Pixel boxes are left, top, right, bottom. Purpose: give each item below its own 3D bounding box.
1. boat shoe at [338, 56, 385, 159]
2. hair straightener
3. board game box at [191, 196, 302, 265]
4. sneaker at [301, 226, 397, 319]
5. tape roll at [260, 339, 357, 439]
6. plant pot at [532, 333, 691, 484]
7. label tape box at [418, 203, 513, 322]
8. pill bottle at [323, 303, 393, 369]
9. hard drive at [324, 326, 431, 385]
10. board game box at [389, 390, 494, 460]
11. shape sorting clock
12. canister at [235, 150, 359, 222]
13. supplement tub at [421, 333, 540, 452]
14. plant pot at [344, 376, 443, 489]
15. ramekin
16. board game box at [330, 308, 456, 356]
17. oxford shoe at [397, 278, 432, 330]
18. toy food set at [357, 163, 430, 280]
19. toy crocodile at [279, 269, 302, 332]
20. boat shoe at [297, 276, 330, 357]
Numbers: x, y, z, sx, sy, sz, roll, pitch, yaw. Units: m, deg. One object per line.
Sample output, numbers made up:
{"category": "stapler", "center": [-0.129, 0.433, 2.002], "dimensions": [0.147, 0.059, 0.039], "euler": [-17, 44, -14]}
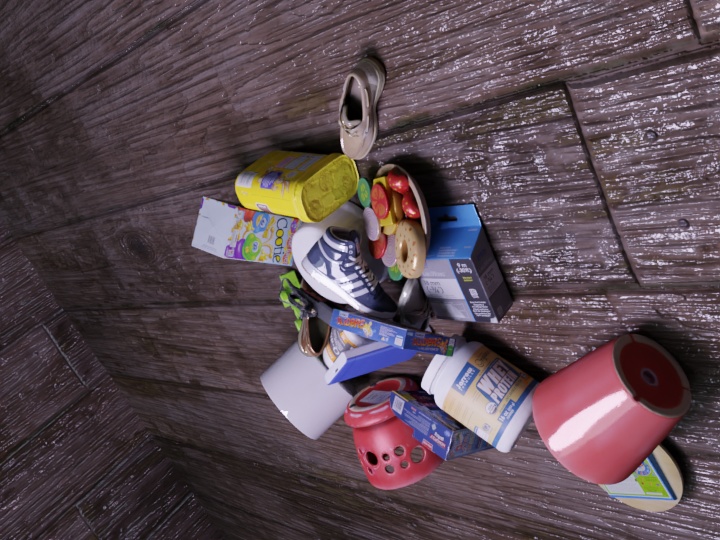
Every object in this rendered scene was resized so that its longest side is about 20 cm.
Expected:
{"category": "boat shoe", "center": [-0.010, -0.259, 1.260], "dimensions": [0.072, 0.065, 0.201], "euler": [36, 144, 16]}
{"category": "hair straightener", "center": [-0.099, 0.067, 1.525], "dimensions": [0.199, 0.076, 0.041], "euler": [33, 120, 32]}
{"category": "board game box", "center": [-0.227, -0.079, 1.544], "dimensions": [0.104, 0.199, 0.104], "euler": [19, 97, 35]}
{"category": "sneaker", "center": [0.000, 0.000, 1.367], "dimensions": [0.199, 0.070, 0.109], "euler": [33, 115, -4]}
{"category": "tape roll", "center": [-0.116, 0.269, 1.759], "dimensions": [0.203, 0.139, 0.203], "euler": [47, -178, -2]}
{"category": "plant pot", "center": [0.397, 0.205, 1.174], "dimensions": [0.200, 0.200, 0.178], "euler": [41, 136, 9]}
{"category": "label tape box", "center": [0.163, -0.009, 1.317], "dimensions": [0.143, 0.063, 0.202], "euler": [0, 124, 48]}
{"category": "pill bottle", "center": [-0.011, 0.149, 1.620], "dimensions": [0.116, 0.116, 0.200], "euler": [43, 146, 7]}
{"category": "hard drive", "center": [0.036, 0.172, 1.523], "dimensions": [0.026, 0.198, 0.132], "euler": [65, 151, 20]}
{"category": "board game box", "center": [0.188, 0.306, 1.516], "dimensions": [0.199, 0.198, 0.062], "euler": [26, 104, 54]}
{"category": "shape sorting clock", "center": [0.475, 0.343, 1.342], "dimensions": [0.199, 0.039, 0.201], "euler": [31, 143, 26]}
{"category": "canister", "center": [-0.122, -0.163, 1.409], "dimensions": [0.199, 0.148, 0.087], "euler": [13, 133, 43]}
{"category": "supplement tub", "center": [0.227, 0.224, 1.405], "dimensions": [0.199, 0.145, 0.146], "euler": [33, 143, 20]}
{"category": "plant pot", "center": [0.075, 0.344, 1.656], "dimensions": [0.199, 0.200, 0.184], "euler": [-9, 108, 51]}
{"category": "ramekin", "center": [-0.043, -0.032, 1.493], "dimensions": [0.199, 0.098, 0.202], "euler": [29, 142, 25]}
{"category": "board game box", "center": [0.057, 0.113, 1.381], "dimensions": [0.199, 0.134, 0.035], "euler": [12, 89, 47]}
{"category": "oxford shoe", "center": [0.106, 0.063, 1.418], "dimensions": [0.057, 0.076, 0.200], "euler": [24, 161, 16]}
{"category": "toy food set", "center": [0.058, -0.083, 1.311], "dimensions": [0.197, 0.048, 0.203], "euler": [-2, 100, 65]}
{"category": "toy crocodile", "center": [-0.129, 0.088, 1.692], "dimensions": [0.201, 0.067, 0.062], "euler": [60, 167, 23]}
{"category": "boat shoe", "center": [-0.087, 0.085, 1.606], "dimensions": [0.074, 0.075, 0.203], "euler": [-179, 91, -69]}
